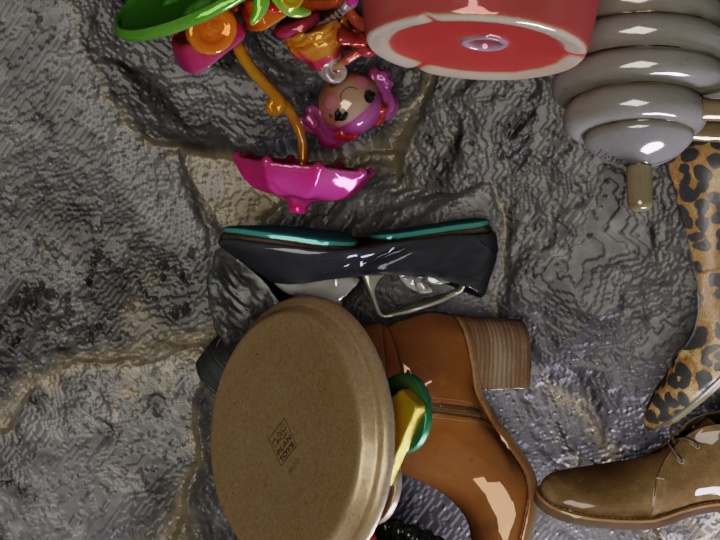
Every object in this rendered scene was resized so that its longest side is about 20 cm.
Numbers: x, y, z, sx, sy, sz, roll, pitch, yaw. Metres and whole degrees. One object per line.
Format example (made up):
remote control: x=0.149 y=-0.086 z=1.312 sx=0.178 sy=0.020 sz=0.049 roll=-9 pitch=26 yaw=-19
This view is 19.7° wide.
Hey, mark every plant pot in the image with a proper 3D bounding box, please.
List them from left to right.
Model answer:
plant pot: x=0.079 y=-0.224 z=1.311 sx=0.199 sy=0.200 sz=0.179 roll=2 pitch=80 yaw=6

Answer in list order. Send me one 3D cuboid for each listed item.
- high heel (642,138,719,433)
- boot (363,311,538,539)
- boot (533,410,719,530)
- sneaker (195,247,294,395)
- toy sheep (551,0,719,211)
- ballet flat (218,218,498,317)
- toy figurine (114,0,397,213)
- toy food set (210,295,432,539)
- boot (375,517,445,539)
high heel: x=0.223 y=0.003 z=1.451 sx=0.142 sy=0.071 sz=0.200 roll=38 pitch=103 yaw=4
boot: x=0.044 y=0.130 z=1.467 sx=0.154 sy=0.077 sz=0.202 roll=-3 pitch=100 yaw=-18
boot: x=0.217 y=0.136 z=1.458 sx=0.199 sy=0.074 sz=0.076 roll=-4 pitch=115 yaw=-14
sneaker: x=-0.041 y=0.070 z=1.498 sx=0.199 sy=0.060 sz=0.104 roll=37 pitch=110 yaw=0
toy sheep: x=0.189 y=-0.139 z=1.382 sx=0.137 sy=0.138 sz=0.201 roll=-3 pitch=74 yaw=8
ballet flat: x=0.000 y=0.000 z=1.453 sx=0.199 sy=0.073 sz=0.074 roll=-2 pitch=104 yaw=-9
toy figurine: x=-0.040 y=-0.138 z=1.425 sx=0.199 sy=0.150 sz=0.185 roll=-33 pitch=114 yaw=-11
toy food set: x=-0.035 y=0.118 z=1.402 sx=0.048 sy=0.198 sz=0.201 roll=5 pitch=118 yaw=-39
boot: x=-0.019 y=0.223 z=1.475 sx=0.210 sy=0.158 sz=0.080 roll=-1 pitch=73 yaw=8
